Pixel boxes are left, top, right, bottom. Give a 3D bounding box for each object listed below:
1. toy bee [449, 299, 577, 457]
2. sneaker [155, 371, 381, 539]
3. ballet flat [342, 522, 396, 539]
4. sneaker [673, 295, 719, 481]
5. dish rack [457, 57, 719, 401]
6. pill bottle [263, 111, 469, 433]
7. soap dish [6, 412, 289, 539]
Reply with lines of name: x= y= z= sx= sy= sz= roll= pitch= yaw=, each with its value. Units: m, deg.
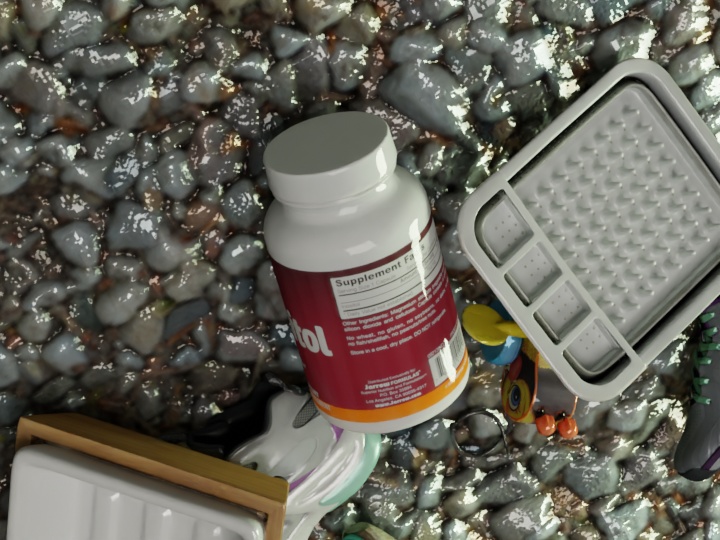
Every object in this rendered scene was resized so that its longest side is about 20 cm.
toy bee: x=0.137 y=0.066 z=1.528 sx=0.131 sy=0.109 sz=0.200 roll=-11 pitch=119 yaw=-13
sneaker: x=-0.092 y=0.160 z=1.531 sx=0.140 sy=0.078 sz=0.200 roll=28 pitch=96 yaw=-26
ballet flat: x=0.034 y=0.254 z=1.632 sx=0.062 sy=0.067 sz=0.200 roll=-38 pitch=130 yaw=-30
sneaker: x=0.265 y=0.055 z=1.592 sx=0.087 sy=0.074 sz=0.200 roll=26 pitch=98 yaw=-13
dish rack: x=0.167 y=-0.028 z=1.476 sx=0.200 sy=0.044 sz=0.172 roll=-42 pitch=102 yaw=-18
pill bottle: x=0.000 y=0.000 z=1.448 sx=0.113 sy=0.113 sz=0.200 roll=-19 pitch=120 yaw=-7
soap dish: x=-0.144 y=0.189 z=1.476 sx=0.200 sy=0.081 sz=0.157 roll=16 pitch=116 yaw=17
